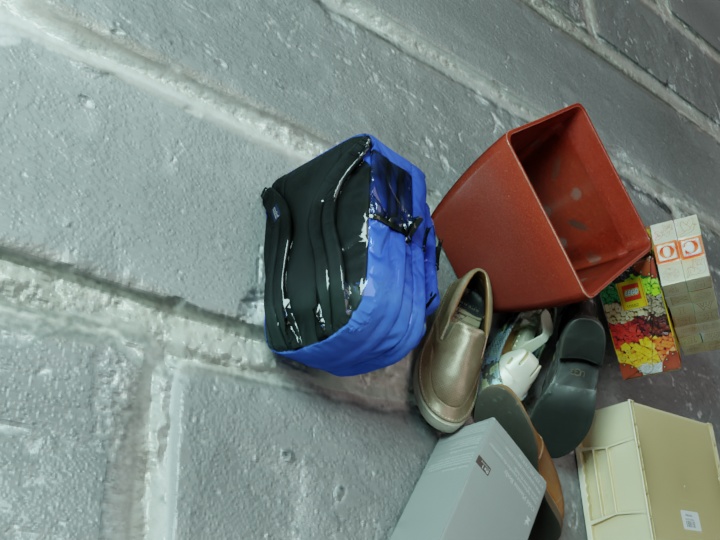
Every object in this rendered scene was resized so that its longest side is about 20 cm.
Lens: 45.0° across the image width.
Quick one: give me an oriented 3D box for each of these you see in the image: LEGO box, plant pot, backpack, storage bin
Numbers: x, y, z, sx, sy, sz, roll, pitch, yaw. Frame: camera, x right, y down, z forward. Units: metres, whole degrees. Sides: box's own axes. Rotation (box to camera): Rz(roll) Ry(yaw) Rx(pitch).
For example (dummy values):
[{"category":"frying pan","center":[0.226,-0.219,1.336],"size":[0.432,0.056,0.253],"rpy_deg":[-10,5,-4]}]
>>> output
[{"category":"LEGO box","center":[0.377,0.039,1.182],"size":[0.200,0.076,0.152],"rpy_deg":[-37,110,-67]},{"category":"plant pot","center":[0.204,-0.058,1.062],"size":[0.198,0.175,0.203],"rpy_deg":[-26,89,-47]},{"category":"backpack","center":[0.000,0.000,0.850],"size":[0.166,0.161,0.204],"rpy_deg":[27,52,-35]},{"category":"storage bin","center":[0.378,0.285,1.115],"size":[0.197,0.093,0.203],"rpy_deg":[19,58,-36]}]

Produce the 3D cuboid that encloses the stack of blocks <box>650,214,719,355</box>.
[{"category":"stack of blocks","center":[0.423,0.012,1.125],"size":[0.200,0.057,0.117],"rpy_deg":[49,34,-50]}]

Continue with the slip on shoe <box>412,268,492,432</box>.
[{"category":"slip on shoe","center":[0.111,0.083,0.971],"size":[0.075,0.061,0.202],"rpy_deg":[27,48,-4]}]

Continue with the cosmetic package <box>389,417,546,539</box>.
[{"category":"cosmetic package","center":[0.103,0.260,0.870],"size":[0.107,0.089,0.201],"rpy_deg":[50,41,-15]}]

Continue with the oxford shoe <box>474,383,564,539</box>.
[{"category":"oxford shoe","center":[0.179,0.205,0.976],"size":[0.071,0.070,0.203],"rpy_deg":[-51,125,-53]}]

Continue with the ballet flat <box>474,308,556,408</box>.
[{"category":"ballet flat","center":[0.192,0.100,1.050],"size":[0.074,0.074,0.201],"rpy_deg":[44,46,-17]}]

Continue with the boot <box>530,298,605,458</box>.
[{"category":"boot","center":[0.264,0.116,1.090],"size":[0.068,0.204,0.174],"rpy_deg":[18,15,8]}]
